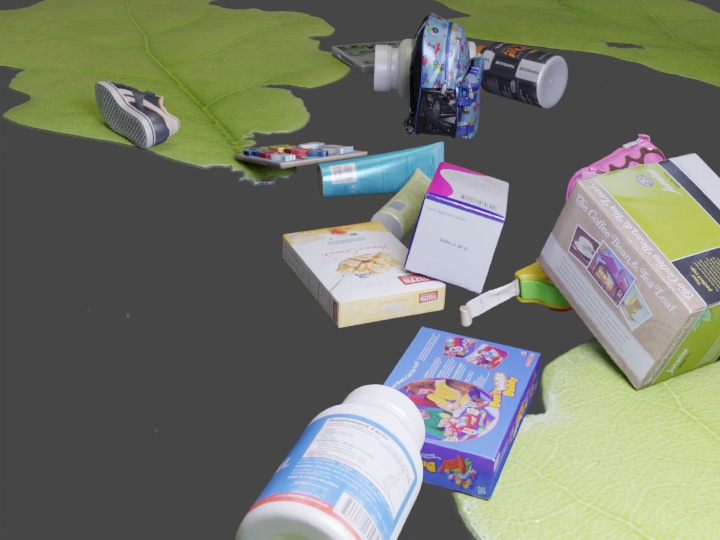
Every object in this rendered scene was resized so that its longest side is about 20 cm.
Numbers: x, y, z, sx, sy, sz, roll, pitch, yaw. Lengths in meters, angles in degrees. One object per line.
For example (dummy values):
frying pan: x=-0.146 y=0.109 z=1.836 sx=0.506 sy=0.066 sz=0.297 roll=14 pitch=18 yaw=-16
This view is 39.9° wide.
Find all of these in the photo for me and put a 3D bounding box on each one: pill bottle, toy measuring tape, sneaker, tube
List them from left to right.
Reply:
sneaker: x=-0.389 y=-0.275 z=1.730 sx=0.079 sy=0.079 sz=0.200 roll=-23 pitch=47 yaw=-33
pill bottle: x=-0.013 y=0.179 z=0.805 sx=0.111 sy=0.114 sz=0.200 roll=11 pitch=27 yaw=17
tube: x=0.034 y=-0.148 z=1.519 sx=0.197 sy=0.078 sz=0.050 roll=-7 pitch=19 yaw=-10
tube: x=0.075 y=-0.092 z=1.430 sx=0.051 sy=0.059 sz=0.200 roll=-3 pitch=22 yaw=27
pill bottle: x=0.126 y=-0.397 z=1.967 sx=0.197 sy=0.121 sz=0.120 roll=2 pitch=26 yaw=1
pill bottle: x=0.310 y=-0.400 z=2.002 sx=0.106 sy=0.108 sz=0.199 roll=-22 pitch=35 yaw=-40
toy measuring tape: x=0.213 y=0.027 z=1.187 sx=0.198 sy=0.074 sz=0.073 roll=-24 pitch=35 yaw=-25

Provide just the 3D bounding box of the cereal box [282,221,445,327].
cereal box: x=0.000 y=0.000 z=1.246 sx=0.142 sy=0.040 sz=0.200 roll=-9 pitch=28 yaw=-23

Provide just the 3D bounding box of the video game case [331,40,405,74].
video game case: x=0.058 y=-0.485 z=2.249 sx=0.198 sy=0.022 sz=0.182 roll=-10 pitch=29 yaw=-21

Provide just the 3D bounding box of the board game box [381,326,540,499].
board game box: x=0.091 y=0.133 z=0.981 sx=0.133 sy=0.045 sz=0.200 roll=12 pitch=28 yaw=18

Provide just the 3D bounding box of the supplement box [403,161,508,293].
supplement box: x=0.126 y=-0.060 z=1.261 sx=0.100 sy=0.105 sz=0.200 roll=18 pitch=21 yaw=5

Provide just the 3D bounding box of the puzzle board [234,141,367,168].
puzzle board: x=-0.099 y=-0.189 z=1.591 sx=0.149 sy=0.018 sz=0.199 roll=-12 pitch=16 yaw=-26

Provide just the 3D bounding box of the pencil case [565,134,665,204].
pencil case: x=0.385 y=-0.137 z=1.493 sx=0.090 sy=0.095 sz=0.199 roll=20 pitch=32 yaw=32

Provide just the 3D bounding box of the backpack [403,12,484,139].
backpack: x=0.156 y=-0.358 z=1.799 sx=0.133 sy=0.202 sz=0.183 roll=6 pitch=25 yaw=8

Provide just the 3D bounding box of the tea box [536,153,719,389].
tea box: x=0.343 y=-0.005 z=1.109 sx=0.195 sy=0.134 sz=0.201 roll=-12 pitch=52 yaw=-29
